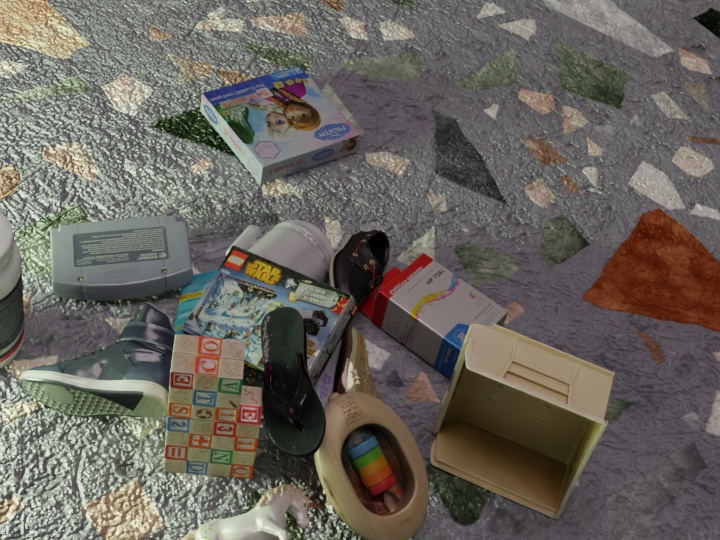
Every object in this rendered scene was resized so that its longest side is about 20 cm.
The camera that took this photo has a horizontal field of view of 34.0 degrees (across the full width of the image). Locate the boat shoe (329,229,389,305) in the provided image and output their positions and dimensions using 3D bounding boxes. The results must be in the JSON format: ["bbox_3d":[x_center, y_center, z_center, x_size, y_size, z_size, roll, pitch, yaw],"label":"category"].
[{"bbox_3d":[-0.001,-0.003,1.701,0.062,0.075,0.202,-10,23,17],"label":"boat shoe"}]

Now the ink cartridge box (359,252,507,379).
[{"bbox_3d":[0.099,0.055,1.713,0.199,0.068,0.116,35,49,20],"label":"ink cartridge box"}]

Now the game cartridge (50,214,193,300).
[{"bbox_3d":[-0.343,-0.017,1.687,0.197,0.042,0.134,-5,52,-11],"label":"game cartridge"}]

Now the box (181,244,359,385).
[{"bbox_3d":[-0.119,0.063,1.537,0.198,0.040,0.138,22,71,27],"label":"box"}]

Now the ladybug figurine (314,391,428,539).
[{"bbox_3d":[0.007,0.246,1.470,0.134,0.072,0.202,-22,86,-24],"label":"ladybug figurine"}]

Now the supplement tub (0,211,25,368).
[{"bbox_3d":[-0.502,0.025,1.503,0.138,0.201,0.142,7,45,-7],"label":"supplement tub"}]

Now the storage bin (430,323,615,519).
[{"bbox_3d":[0.202,0.191,1.517,0.196,0.201,0.094,22,44,8],"label":"storage bin"}]

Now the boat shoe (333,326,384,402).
[{"bbox_3d":[-0.005,0.171,1.589,0.075,0.072,0.202,17,52,-16],"label":"boat shoe"}]

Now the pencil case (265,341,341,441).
[{"bbox_3d":[-0.070,0.136,1.557,0.082,0.091,0.202,13,57,-7],"label":"pencil case"}]

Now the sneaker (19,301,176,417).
[{"bbox_3d":[-0.329,0.112,1.528,0.199,0.077,0.148,4,52,8],"label":"sneaker"}]

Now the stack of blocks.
[{"bbox_3d":[-0.179,0.170,1.445,0.113,0.201,0.059,6,45,-7],"label":"stack of blocks"}]

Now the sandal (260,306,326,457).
[{"bbox_3d":[-0.093,0.132,1.439,0.074,0.048,0.203,-18,59,7],"label":"sandal"}]

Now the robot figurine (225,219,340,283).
[{"bbox_3d":[-0.113,0.003,1.679,0.169,0.113,0.200,40,50,8],"label":"robot figurine"}]

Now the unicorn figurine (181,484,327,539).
[{"bbox_3d":[-0.127,0.319,1.402,0.197,0.075,0.138,-4,37,-9],"label":"unicorn figurine"}]

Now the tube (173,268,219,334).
[{"bbox_3d":[-0.229,0.074,1.630,0.076,0.051,0.202,-8,43,13],"label":"tube"}]

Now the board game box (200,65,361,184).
[{"bbox_3d":[-0.133,-0.246,1.959,0.198,0.041,0.200,-22,56,-30],"label":"board game box"}]
